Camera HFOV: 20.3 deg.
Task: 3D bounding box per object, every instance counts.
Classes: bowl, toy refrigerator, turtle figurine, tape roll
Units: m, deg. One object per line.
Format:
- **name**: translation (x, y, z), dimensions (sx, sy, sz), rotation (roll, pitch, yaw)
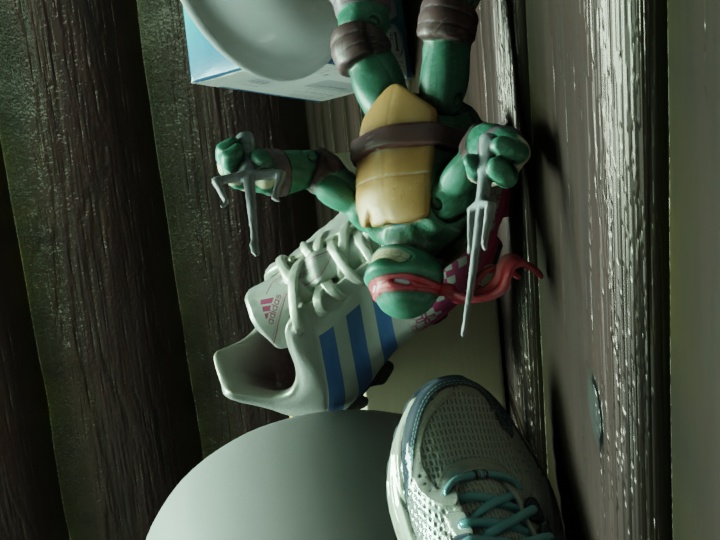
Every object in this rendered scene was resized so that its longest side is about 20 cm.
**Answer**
- **bowl**: translation (-0.031, -0.220, 1.205), dimensions (0.201, 0.090, 0.201), rotation (22, -118, -50)
- **toy refrigerator**: translation (0.034, 0.035, 1.079), dimensions (0.070, 0.076, 0.200), rotation (-109, 12, -74)
- **turtle figurine**: translation (0.013, -0.055, 0.876), dimensions (0.101, 0.149, 0.200), rotation (38, -131, -59)
- **tape roll**: translation (-0.005, 0.189, 1.002), dimensions (0.139, 0.202, 0.203), rotation (-100, 4, -55)

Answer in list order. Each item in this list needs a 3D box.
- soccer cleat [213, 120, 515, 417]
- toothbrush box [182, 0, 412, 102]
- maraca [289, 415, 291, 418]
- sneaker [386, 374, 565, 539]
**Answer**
- **soccer cleat**: translation (-0.002, 0.005, 0.964), dimensions (0.200, 0.086, 0.070), rotation (-55, 42, 37)
- **toothbrush box**: translation (-0.049, -0.222, 1.332), dimensions (0.146, 0.085, 0.200), rotation (0, -99, -56)
- **maraca**: translation (0.011, 0.059, 1.324), dimensions (0.200, 0.107, 0.137), rotation (-66, -14, -55)
- **sneaker**: translation (0.069, 0.135, 0.858), dimensions (0.086, 0.077, 0.200), rotation (122, 135, -66)
